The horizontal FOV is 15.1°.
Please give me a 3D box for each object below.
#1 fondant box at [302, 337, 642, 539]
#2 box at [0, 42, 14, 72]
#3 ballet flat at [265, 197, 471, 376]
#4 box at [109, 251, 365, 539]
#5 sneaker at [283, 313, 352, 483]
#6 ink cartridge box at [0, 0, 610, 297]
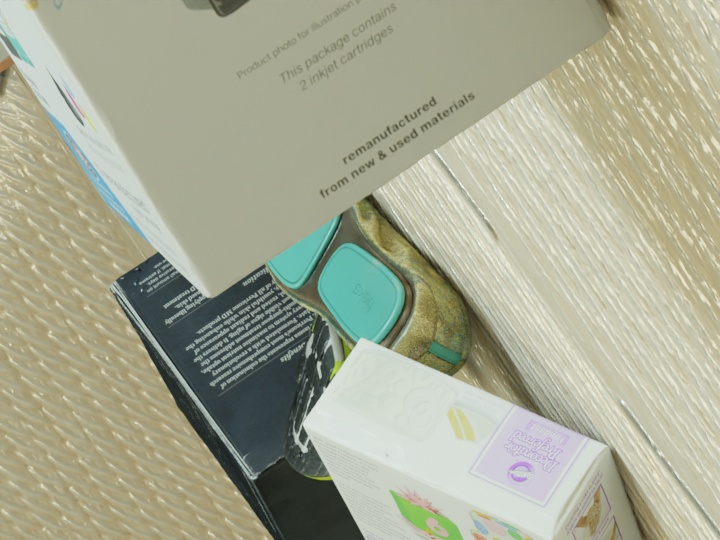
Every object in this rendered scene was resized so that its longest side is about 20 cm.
[{"bbox_3d":[0.068,0.130,1.335,0.144,0.058,0.200,23,157,29],"label":"fondant box"},{"bbox_3d":[-0.231,-0.187,1.518,0.106,0.200,0.152,54,173,21],"label":"box"},{"bbox_3d":[0.000,0.000,1.404,0.071,0.071,0.200,61,173,-35],"label":"ballet flat"},{"bbox_3d":[-0.059,0.089,1.942,0.197,0.124,0.200,53,172,30],"label":"box"},{"bbox_3d":[0.009,0.060,1.445,0.081,0.074,0.200,18,-159,-4],"label":"sneaker"},{"bbox_3d":[-0.053,-0.125,0.809,0.200,0.146,0.147,58,172,-19],"label":"ink cartridge box"}]
